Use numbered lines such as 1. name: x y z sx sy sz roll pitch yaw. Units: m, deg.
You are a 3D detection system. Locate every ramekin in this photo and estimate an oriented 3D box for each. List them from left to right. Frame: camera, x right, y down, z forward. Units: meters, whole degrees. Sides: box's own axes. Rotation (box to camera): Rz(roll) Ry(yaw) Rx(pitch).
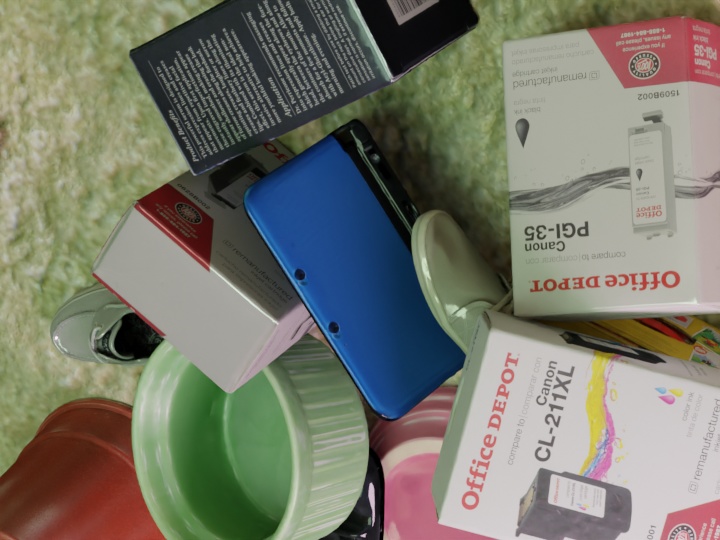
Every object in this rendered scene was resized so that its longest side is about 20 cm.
1. ramekin: -0.086 0.138 1.625 0.200 0.098 0.200 6 99 44

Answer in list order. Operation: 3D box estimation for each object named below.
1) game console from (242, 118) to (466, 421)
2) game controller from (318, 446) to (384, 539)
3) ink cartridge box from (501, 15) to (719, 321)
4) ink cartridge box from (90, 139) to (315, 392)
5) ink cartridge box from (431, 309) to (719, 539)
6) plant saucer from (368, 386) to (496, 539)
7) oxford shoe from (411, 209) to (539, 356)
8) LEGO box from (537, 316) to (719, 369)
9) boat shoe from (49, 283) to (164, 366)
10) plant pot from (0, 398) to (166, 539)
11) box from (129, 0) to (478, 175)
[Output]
1. game console: 0.000 0.000 1.510 0.118 0.171 0.200 -32 94 -7
2. game controller: -0.055 0.171 1.696 0.200 0.042 0.104 19 107 41
3. ink cartridge box: 0.183 -0.067 1.406 0.146 0.083 0.200 -5 86 30
4. ink cartridge box: -0.089 -0.013 1.556 0.147 0.200 0.083 40 122 7
5. ink cartridge box: 0.162 0.125 1.394 0.200 0.083 0.146 14 98 -2
6. plant saucer: 0.083 0.195 1.648 0.200 0.051 0.201 13 119 25
7. oxford shoe: 0.102 0.040 1.454 0.058 0.075 0.200 -19 106 42
8. LEGO box: 0.196 0.097 1.520 0.200 0.077 0.149 28 123 16
9. boat shoe: -0.197 0.053 1.727 0.200 0.069 0.072 -2 111 30
10. plant pot: -0.267 0.245 1.779 0.201 0.195 0.201 12 118 25
11. box: -0.042 -0.171 1.486 0.200 0.148 0.107 -21 100 35
